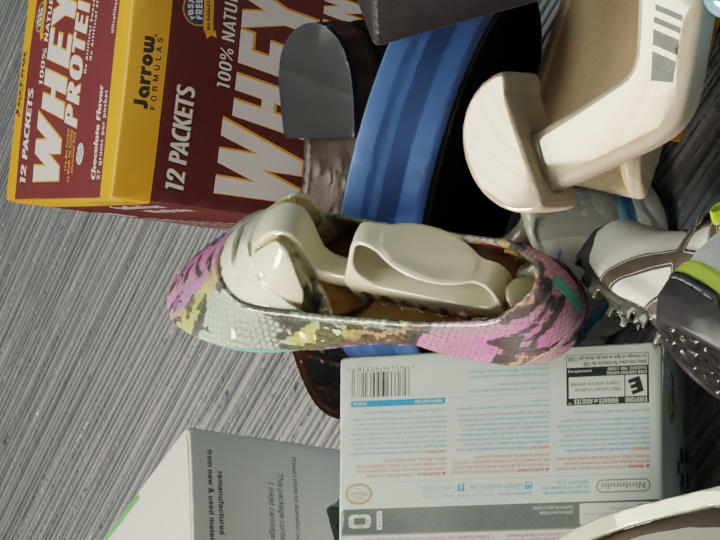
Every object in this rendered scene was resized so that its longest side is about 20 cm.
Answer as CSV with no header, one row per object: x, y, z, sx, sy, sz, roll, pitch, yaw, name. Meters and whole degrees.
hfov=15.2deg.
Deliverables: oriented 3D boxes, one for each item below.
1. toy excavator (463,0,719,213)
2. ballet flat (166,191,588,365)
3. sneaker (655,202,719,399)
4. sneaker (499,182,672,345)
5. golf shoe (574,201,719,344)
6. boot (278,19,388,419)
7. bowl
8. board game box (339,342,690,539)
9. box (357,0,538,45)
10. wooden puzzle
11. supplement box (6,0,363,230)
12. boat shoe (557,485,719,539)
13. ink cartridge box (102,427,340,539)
0.135,-0.118,1.051,0.193,0.100,0.202,6,94,28,toy excavator
0.000,0.000,1.166,0.071,0.198,0.070,59,-138,-54,ballet flat
0.195,0.032,0.958,0.199,0.083,0.072,34,165,28,sneaker
0.068,0.031,1.281,0.075,0.086,0.201,-112,35,-45,sneaker
0.165,-0.002,1.096,0.200,0.077,0.095,30,105,55,golf shoe
0.014,-0.029,1.366,0.074,0.097,0.202,13,108,43,boot
0.041,-0.050,1.291,0.201,0.039,0.202,15,-90,-75,bowl
0.068,0.138,1.171,0.064,0.146,0.202,40,-131,-68,board game box
0.045,-0.203,1.107,0.200,0.121,0.107,90,163,-60,box
0.128,-0.125,1.200,0.200,0.037,0.186,-158,85,-78,wooden puzzle
-0.069,-0.092,1.484,0.197,0.198,0.134,-178,94,-66,supplement box
0.147,0.116,1.049,0.201,0.071,0.061,-27,64,41,boat shoe
-0.015,0.156,1.294,0.146,0.199,0.085,129,144,-50,ink cartridge box
